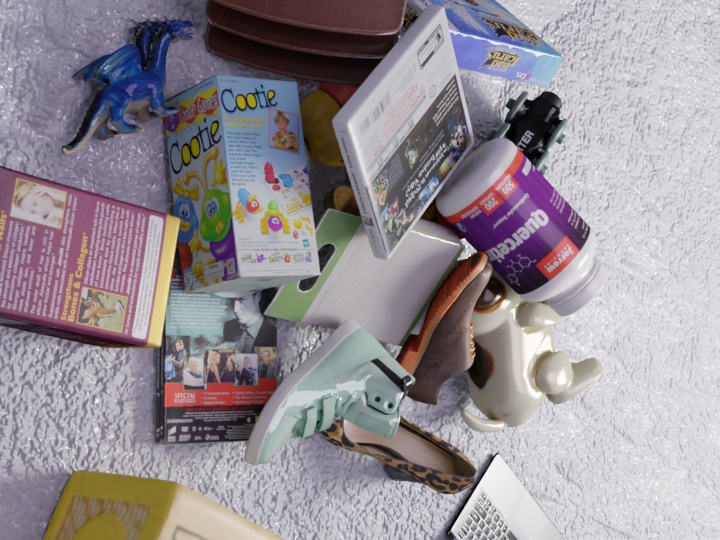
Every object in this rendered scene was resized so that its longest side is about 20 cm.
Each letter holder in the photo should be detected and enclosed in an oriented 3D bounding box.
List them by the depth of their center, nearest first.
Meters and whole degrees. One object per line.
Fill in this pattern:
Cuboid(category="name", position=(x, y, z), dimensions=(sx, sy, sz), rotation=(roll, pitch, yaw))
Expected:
Cuboid(category="letter holder", position=(-0.057, -0.266, 1.396), dimensions=(0.199, 0.101, 0.143), rotation=(11, 99, -3))

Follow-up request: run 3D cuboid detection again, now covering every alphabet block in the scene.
Cuboid(category="alphabet block", position=(-0.183, 0.317, 1.271), dimensions=(0.200, 0.195, 0.197), rotation=(36, 63, -35))

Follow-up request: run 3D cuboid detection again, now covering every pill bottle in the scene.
Cuboid(category="pill bottle", position=(0.185, -0.044, 1.534), dimensions=(0.200, 0.112, 0.113), rotation=(45, 59, -12))

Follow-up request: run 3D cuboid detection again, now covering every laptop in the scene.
Cuboid(category="laptop", position=(0.202, 0.358, 1.647), dimensions=(0.187, 0.116, 0.200), rotation=(53, 57, -26))

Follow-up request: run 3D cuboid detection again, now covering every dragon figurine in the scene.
Cuboid(category="dragon figurine", position=(-0.239, -0.184, 1.337), dimensions=(0.200, 0.059, 0.100), rotation=(-33, 108, -38))

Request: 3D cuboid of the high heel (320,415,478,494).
Cuboid(category="high heel", position=(0.036, 0.175, 1.496), dimensions=(0.200, 0.142, 0.072), rotation=(44, 62, -30))

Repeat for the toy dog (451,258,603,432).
Cuboid(category="toy dog", position=(0.159, 0.073, 1.632), dimensions=(0.194, 0.139, 0.200), rotation=(-35, 110, -17))

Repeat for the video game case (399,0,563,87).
Cuboid(category="video game case", position=(0.108, -0.288, 1.571), dimensions=(0.199, 0.181, 0.046), rotation=(5, 125, -40))

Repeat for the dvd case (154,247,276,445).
Cuboid(category="dvd case", position=(-0.148, 0.079, 1.425), dimensions=(0.146, 0.022, 0.201), rotation=(2, 87, -41))

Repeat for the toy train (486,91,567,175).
Cuboid(category="toy train", position=(0.179, -0.128, 1.659), dimensions=(0.085, 0.114, 0.200), rotation=(33, 66, 2))

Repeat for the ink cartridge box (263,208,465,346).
Cuboid(category="ink cartridge box", position=(0.000, 0.000, 1.489), dimensions=(0.200, 0.048, 0.146), rotation=(16, 116, -37))

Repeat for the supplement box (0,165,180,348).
Cuboid(category="supplement box", position=(-0.282, -0.007, 1.261), dimensions=(0.200, 0.103, 0.131), rotation=(17, 77, -40))

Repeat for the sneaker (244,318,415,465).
Cuboid(category="sneaker", position=(-0.025, 0.150, 1.428), dimensions=(0.118, 0.074, 0.200), rotation=(37, 60, 12))

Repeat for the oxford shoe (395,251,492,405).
Cuboid(category="oxford shoe", position=(0.105, 0.066, 1.544), dimensions=(0.073, 0.200, 0.071), rotation=(28, 29, -5))

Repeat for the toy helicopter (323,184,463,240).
Cuboid(category="toy helicopter", position=(0.031, -0.083, 1.549), dimensions=(0.200, 0.079, 0.133), rotation=(-5, 74, -48))

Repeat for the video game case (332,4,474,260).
Cuboid(category="video game case", position=(0.049, -0.142, 1.409), dimensions=(0.200, 0.023, 0.182), rotation=(-53, 142, -34))

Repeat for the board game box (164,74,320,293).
Cuboid(category="board game box", position=(-0.122, -0.084, 1.388), dimensions=(0.105, 0.103, 0.201), rotation=(-1, 81, -41))

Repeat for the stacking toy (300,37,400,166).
Cuboid(category="stacking toy", position=(-0.021, -0.160, 1.502), dimensions=(0.200, 0.146, 0.146), rotation=(-34, 110, -17))
